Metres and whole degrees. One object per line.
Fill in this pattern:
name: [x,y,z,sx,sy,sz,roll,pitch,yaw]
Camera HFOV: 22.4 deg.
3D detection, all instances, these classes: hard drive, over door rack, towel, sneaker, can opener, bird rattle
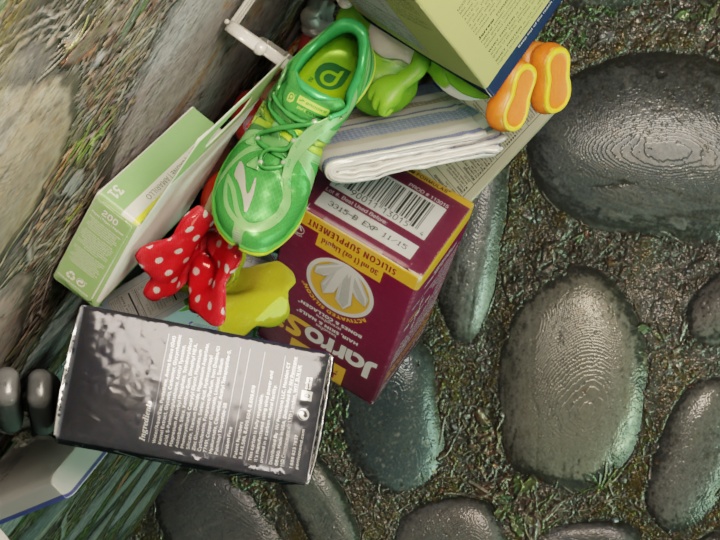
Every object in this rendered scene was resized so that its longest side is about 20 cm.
hard drive: [-0.274,0.167,1.597,0.200,0.025,0.132,-25,-159,49]
over door rack: [-0.030,-0.225,1.426,0.148,0.067,0.200,-55,177,5]
towel: [0.023,-0.113,1.476,0.200,0.146,0.024,-125,-154,-69]
sneaker: [-0.052,-0.105,1.331,0.084,0.074,0.200,99,16,-70]
can opener: [-0.275,0.106,1.494,0.200,0.052,0.067,120,-29,-75]
bird rattle: [-0.112,-0.033,1.427,0.200,0.112,0.163,61,50,-72]

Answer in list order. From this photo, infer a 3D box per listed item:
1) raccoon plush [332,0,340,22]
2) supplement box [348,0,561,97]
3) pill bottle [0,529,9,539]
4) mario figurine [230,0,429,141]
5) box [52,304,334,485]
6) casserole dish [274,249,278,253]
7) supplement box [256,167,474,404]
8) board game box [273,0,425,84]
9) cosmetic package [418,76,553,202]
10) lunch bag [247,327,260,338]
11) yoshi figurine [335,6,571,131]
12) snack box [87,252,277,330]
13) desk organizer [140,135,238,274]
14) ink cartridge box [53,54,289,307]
raccoon plush: [-0.009,-0.228,1.565,0.200,0.097,0.134,-28,-149,-12]
supplement box: [0.071,-0.267,1.287,0.200,0.134,0.200,-55,153,-1]
pill bottle: [-0.353,0.285,1.429,0.200,0.120,0.120,-57,176,38]
mario figurine: [-0.025,-0.168,1.605,0.200,0.123,0.106,-33,131,-19]
box: [-0.135,0.101,1.420,0.148,0.199,0.105,149,-48,-78]
casserole dish: [-0.088,-0.037,1.767,0.039,0.121,0.201,-11,102,-42]
supplement box: [0.000,0.000,1.573,0.103,0.131,0.200,-53,168,-36]
board game box: [-0.004,-0.165,1.698,0.200,0.151,0.046,-53,177,-20]
cosmetic package: [0.085,-0.125,1.645,0.200,0.105,0.071,-45,-169,-23]
lunch bag: [-0.135,0.056,1.915,0.200,0.170,0.124,-54,173,-37]
yoshi figurine: [0.061,-0.153,1.439,0.112,0.200,0.112,-57,144,-13]
snack box: [-0.149,0.030,1.641,0.142,0.053,0.200,-29,168,11]
desk organizer: [-0.143,-0.037,1.699,0.077,0.072,0.200,-50,174,-39]
ink cartridge box: [-0.143,-0.078,1.360,0.200,0.048,0.146,-55,178,42]
